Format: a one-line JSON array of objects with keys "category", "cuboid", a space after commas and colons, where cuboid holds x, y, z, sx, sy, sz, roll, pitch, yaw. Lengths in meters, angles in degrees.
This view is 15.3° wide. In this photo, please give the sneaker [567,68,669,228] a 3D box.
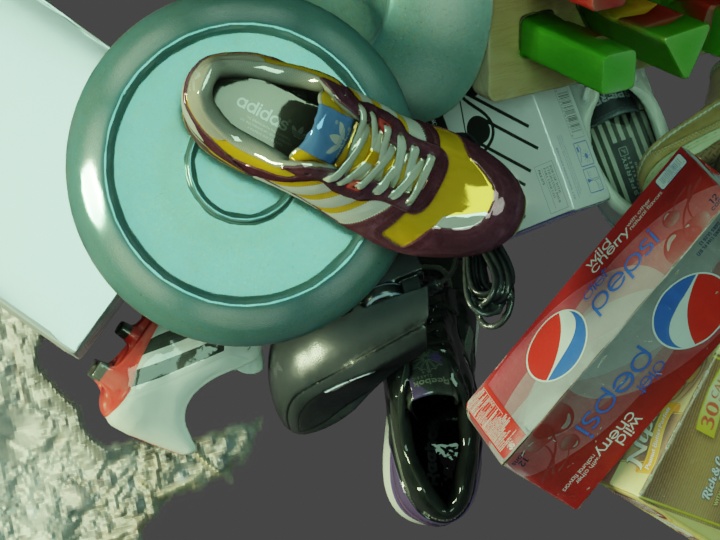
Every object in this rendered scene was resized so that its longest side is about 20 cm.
[{"category": "sneaker", "cuboid": [0.144, -0.117, 1.605, 0.073, 0.071, 0.201, -26, 89, -6]}]

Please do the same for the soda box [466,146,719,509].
[{"category": "soda box", "cuboid": [0.152, 0.034, 1.519, 0.070, 0.063, 0.200, 32, 103, -36]}]

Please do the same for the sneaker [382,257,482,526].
[{"category": "sneaker", "cuboid": [0.042, 0.049, 1.576, 0.075, 0.088, 0.201, -9, 86, -5]}]

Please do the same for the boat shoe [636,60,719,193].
[{"category": "boat shoe", "cuboid": [0.230, -0.091, 1.595, 0.199, 0.072, 0.076, -20, 61, -35]}]

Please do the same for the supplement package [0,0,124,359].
[{"category": "supplement package", "cuboid": [-0.199, -0.069, 1.554, 0.200, 0.111, 0.156, 36, 84, -1]}]

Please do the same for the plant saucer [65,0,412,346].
[{"category": "plant saucer", "cuboid": [-0.065, -0.058, 1.493, 0.199, 0.027, 0.202, 0, 88, -4]}]

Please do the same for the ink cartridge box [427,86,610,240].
[{"category": "ink cartridge box", "cuboid": [0.068, -0.118, 1.588, 0.094, 0.044, 0.201, -21, 87, 39]}]

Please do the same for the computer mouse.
[{"category": "computer mouse", "cuboid": [0.000, 0.000, 1.550, 0.046, 0.200, 0.141, 17, 53, -40]}]

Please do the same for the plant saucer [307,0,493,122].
[{"category": "plant saucer", "cuboid": [-0.002, -0.178, 1.536, 0.039, 0.201, 0.202, -18, 87, -34]}]

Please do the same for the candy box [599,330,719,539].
[{"category": "candy box", "cuboid": [0.248, 0.122, 1.571, 0.199, 0.055, 0.116, 32, 83, -26]}]

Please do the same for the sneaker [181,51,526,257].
[{"category": "sneaker", "cuboid": [-0.004, -0.060, 1.439, 0.199, 0.090, 0.075, 19, 87, -3]}]

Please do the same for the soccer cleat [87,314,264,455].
[{"category": "soccer cleat", "cuboid": [-0.080, 0.016, 1.584, 0.085, 0.069, 0.201, 35, 87, -10]}]

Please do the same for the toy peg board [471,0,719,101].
[{"category": "toy peg board", "cuboid": [0.170, -0.198, 1.493, 0.199, 0.098, 0.200, -15, 117, -30]}]
